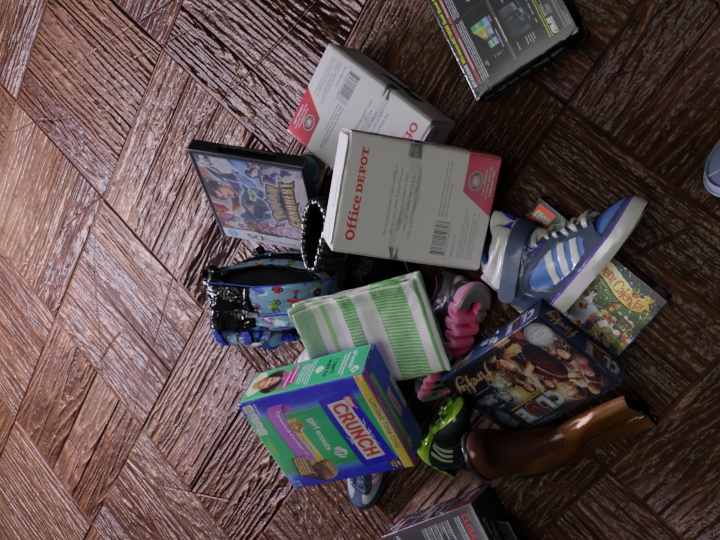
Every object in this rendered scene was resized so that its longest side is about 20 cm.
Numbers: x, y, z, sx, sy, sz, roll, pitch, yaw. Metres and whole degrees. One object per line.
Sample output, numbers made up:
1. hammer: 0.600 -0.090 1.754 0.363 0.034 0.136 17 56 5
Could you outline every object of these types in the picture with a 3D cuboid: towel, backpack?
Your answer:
1. towel: 0.013 0.092 0.970 0.198 0.023 0.154 -16 108 21
2. backpack: -0.115 0.041 1.086 0.198 0.182 0.136 0 103 25

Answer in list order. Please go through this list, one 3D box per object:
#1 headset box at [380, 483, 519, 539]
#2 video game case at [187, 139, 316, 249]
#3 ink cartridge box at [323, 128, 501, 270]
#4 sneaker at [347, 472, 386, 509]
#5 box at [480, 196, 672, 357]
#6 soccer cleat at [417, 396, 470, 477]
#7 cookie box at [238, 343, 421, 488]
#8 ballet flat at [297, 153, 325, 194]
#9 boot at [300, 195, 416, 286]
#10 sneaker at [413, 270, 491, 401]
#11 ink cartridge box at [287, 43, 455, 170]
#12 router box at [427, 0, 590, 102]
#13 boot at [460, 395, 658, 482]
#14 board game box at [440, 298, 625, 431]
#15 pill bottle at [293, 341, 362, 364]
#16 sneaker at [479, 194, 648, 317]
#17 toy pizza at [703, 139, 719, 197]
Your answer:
1. headset box: 0.150 0.416 1.037 0.199 0.075 0.150 -33 80 33
2. video game case: -0.150 -0.106 1.067 0.179 0.026 0.201 11 147 14
3. ink cartridge box: 0.061 -0.091 0.898 0.198 0.083 0.148 8 103 -13
4. sneaker: 0.002 0.293 1.107 0.070 0.082 0.202 17 108 28
5. box: 0.270 0.021 0.908 0.200 0.038 0.137 43 119 19
6. soccer cleat: 0.132 0.234 0.986 0.081 0.068 0.201 33 152 12
7. cookie box: -0.040 0.206 0.990 0.198 0.075 0.172 -18 116 23
8. ballet flat: -0.106 -0.130 1.107 0.199 0.067 0.069 -15 76 44
9. boot: -0.002 0.000 0.997 0.079 0.157 0.214 -19 81 46
10. sneaker: 0.115 0.090 1.014 0.095 0.078 0.202 40 119 45
11. ink cartridge box: 0.013 -0.203 1.008 0.200 0.083 0.145 42 118 20
12. router box: 0.174 -0.338 0.891 0.149 0.062 0.202 -28 83 33
13. boot: 0.245 0.207 0.877 0.199 0.187 0.069 -33 46 34
14. board game box: 0.213 0.132 0.904 0.135 0.035 0.200 36 137 -7
15. pill bottle: -0.035 0.148 1.087 0.113 0.113 0.200 50 121 16
16. sneaker: 0.226 -0.042 0.852 0.146 0.080 0.201 41 124 14
17. toy pizza: 0.434 -0.133 0.691 0.200 0.201 0.032 -35 106 33
